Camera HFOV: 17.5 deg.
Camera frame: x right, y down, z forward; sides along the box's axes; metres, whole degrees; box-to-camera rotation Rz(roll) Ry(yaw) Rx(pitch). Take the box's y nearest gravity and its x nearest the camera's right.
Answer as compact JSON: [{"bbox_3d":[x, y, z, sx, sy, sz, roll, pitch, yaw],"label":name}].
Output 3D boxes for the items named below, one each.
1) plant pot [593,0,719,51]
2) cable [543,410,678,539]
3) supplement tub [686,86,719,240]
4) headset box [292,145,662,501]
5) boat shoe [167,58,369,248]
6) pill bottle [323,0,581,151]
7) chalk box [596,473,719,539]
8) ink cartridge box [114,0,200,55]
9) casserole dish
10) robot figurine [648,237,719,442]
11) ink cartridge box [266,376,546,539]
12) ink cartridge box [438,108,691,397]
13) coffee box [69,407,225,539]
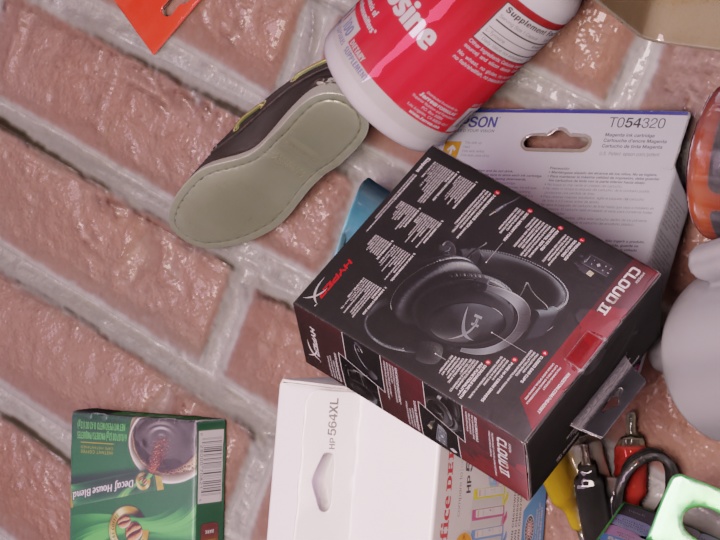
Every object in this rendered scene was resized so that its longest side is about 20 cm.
[{"bbox_3d":[0.251,-0.243,1.460,0.199,0.200,0.178,11,83,30],"label":"plant pot"},{"bbox_3d":[0.174,0.193,1.594,0.096,0.050,0.202,-6,100,8],"label":"cable"},{"bbox_3d":[0.311,-0.055,1.462,0.199,0.107,0.108,12,96,30],"label":"supplement tub"},{"bbox_3d":[0.082,0.035,1.460,0.199,0.077,0.149,30,65,23],"label":"headset box"},{"bbox_3d":[-0.063,-0.085,1.711,0.072,0.061,0.201,39,128,-22],"label":"boat shoe"},{"bbox_3d":[0.077,-0.185,1.596,0.200,0.112,0.113,-44,70,23],"label":"pill bottle"},{"bbox_3d":[0.195,0.234,1.501,0.124,0.124,0.201,21,105,13],"label":"chalk box"},{"bbox_3d":[-0.194,-0.273,1.791,0.109,0.050,0.200,-47,68,22],"label":"ink cartridge box"},{"bbox_3d":[0.000,0.000,1.611,0.039,0.200,0.122,18,95,2],"label":"casserole dish"},{"bbox_3d":[0.265,0.049,1.456,0.170,0.113,0.200,54,154,-13],"label":"robot figurine"},{"bbox_3d":[0.030,0.140,1.572,0.124,0.200,0.130,5,92,29],"label":"ink cartridge box"},{"bbox_3d":[0.119,-0.015,1.586,0.195,0.043,0.201,4,61,35],"label":"ink cartridge box"},{"bbox_3d":[-0.163,0.209,1.777,0.122,0.044,0.202,3,91,30],"label":"coffee box"}]
